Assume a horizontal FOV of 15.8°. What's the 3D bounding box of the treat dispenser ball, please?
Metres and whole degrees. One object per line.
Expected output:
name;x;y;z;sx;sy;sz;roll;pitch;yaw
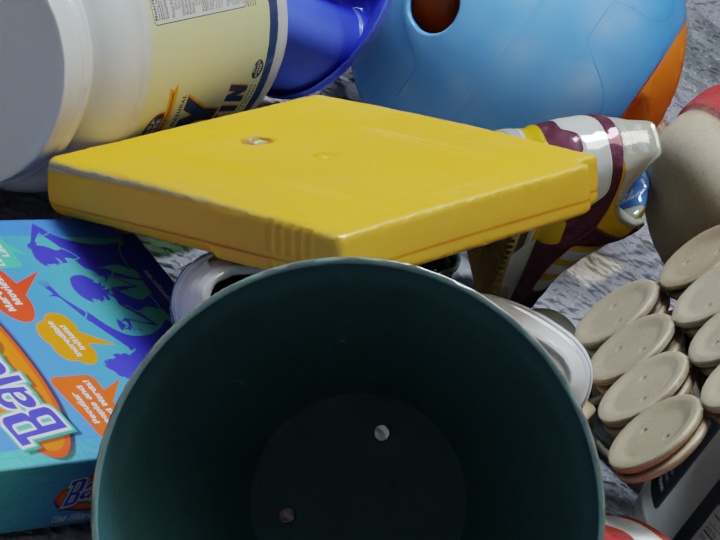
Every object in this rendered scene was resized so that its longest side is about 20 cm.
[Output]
treat dispenser ball;0.092;-0.142;1.529;0.201;0.201;0.201;26;27;-15

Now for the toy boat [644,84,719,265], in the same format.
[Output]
toy boat;0.247;-0.021;1.369;0.131;0.131;0.200;-42;88;-19

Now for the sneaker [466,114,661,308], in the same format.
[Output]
sneaker;0.107;-0.026;1.382;0.090;0.200;0.075;-10;76;-8

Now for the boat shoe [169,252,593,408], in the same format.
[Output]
boat shoe;0.015;0.037;1.160;0.200;0.074;0.065;9;-2;-14

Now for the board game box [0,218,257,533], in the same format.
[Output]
board game box;-0.143;0.042;1.133;0.200;0.045;0.152;-4;45;-50

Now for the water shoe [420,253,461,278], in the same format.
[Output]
water shoe;0.000;0.000;1.256;0.072;0.079;0.200;48;49;-18

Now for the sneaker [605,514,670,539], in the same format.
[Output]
sneaker;0.093;0.144;1.102;0.200;0.079;0.115;0;-5;41

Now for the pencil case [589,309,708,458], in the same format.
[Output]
pencil case;0.196;0.061;1.445;0.089;0.078;0.200;47;29;21

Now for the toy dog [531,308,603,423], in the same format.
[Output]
toy dog;0.066;0.073;1.296;0.132;0.096;0.200;44;13;27

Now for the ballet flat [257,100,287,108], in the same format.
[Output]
ballet flat;-0.027;-0.048;1.393;0.076;0.064;0.200;23;28;-17

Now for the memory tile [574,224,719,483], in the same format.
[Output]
memory tile;0.173;0.023;1.210;0.017;0.153;0.200;52;12;-16

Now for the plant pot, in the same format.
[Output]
plant pot;-0.004;0.097;1.070;0.200;0.200;0.135;35;-1;3

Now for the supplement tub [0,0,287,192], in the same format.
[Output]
supplement tub;-0.141;-0.119;1.291;0.145;0.145;0.200;41;28;14

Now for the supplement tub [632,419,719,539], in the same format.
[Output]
supplement tub;0.221;0.109;1.254;0.140;0.200;0.140;26;28;-15

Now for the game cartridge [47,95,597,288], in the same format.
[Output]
game cartridge;-0.015;-0.038;1.192;0.176;0.033;0.200;-17;24;-41

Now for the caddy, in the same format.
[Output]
caddy;-0.059;-0.177;1.452;0.105;0.142;0.200;22;4;-42
